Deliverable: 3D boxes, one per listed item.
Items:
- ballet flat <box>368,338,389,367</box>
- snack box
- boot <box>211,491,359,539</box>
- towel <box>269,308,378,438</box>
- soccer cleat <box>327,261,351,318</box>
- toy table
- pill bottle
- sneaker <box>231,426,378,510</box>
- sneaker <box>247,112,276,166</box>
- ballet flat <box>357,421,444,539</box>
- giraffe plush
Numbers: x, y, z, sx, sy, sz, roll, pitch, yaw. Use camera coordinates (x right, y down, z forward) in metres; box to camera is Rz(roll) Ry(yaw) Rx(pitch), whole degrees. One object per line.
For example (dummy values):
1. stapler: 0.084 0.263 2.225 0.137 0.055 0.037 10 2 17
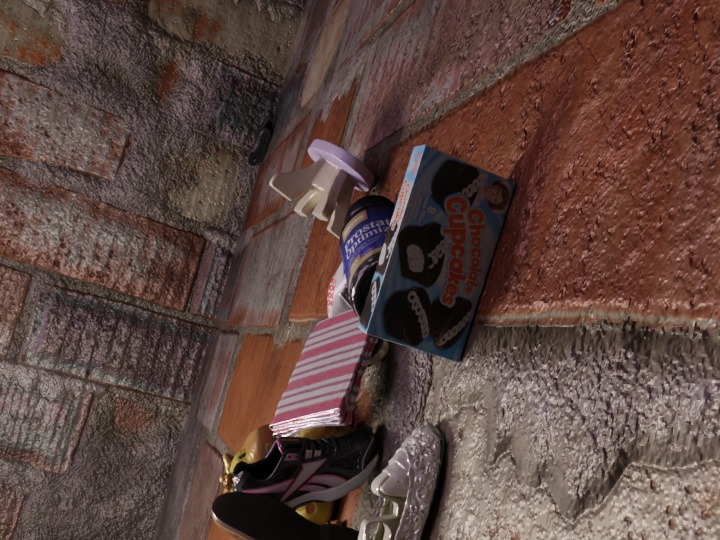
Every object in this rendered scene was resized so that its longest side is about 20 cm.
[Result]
1. ballet flat: -0.007 0.123 1.041 0.067 0.057 0.199 -55 15 -24
2. snack box: 0.082 -0.017 0.759 0.037 0.114 0.205 -160 88 -72
3. boot: -0.088 0.325 0.827 0.074 0.196 0.077 -75 10 -65
4. towel: -0.039 0.132 0.969 0.144 0.030 0.202 -21 33 40
5. soccer cleat: 0.000 0.000 1.083 0.085 0.067 0.205 173 117 -75
6. toy table: -0.060 -0.146 1.266 0.118 0.182 0.200 -55 8 -5
7. pill bottle: 0.029 -0.019 0.932 0.201 0.109 0.114 -105 37 -59
8. sneaker: -0.069 0.241 0.879 0.080 0.196 0.088 28 141 64
9. sneaker: -0.391 -0.518 2.805 0.202 0.059 0.105 -58 23 27
10. ballet flat: 0.035 0.254 0.732 0.072 0.070 0.205 165 121 -69
11. giraffe plush: -0.111 0.281 0.994 0.172 0.159 0.205 142 143 -60
